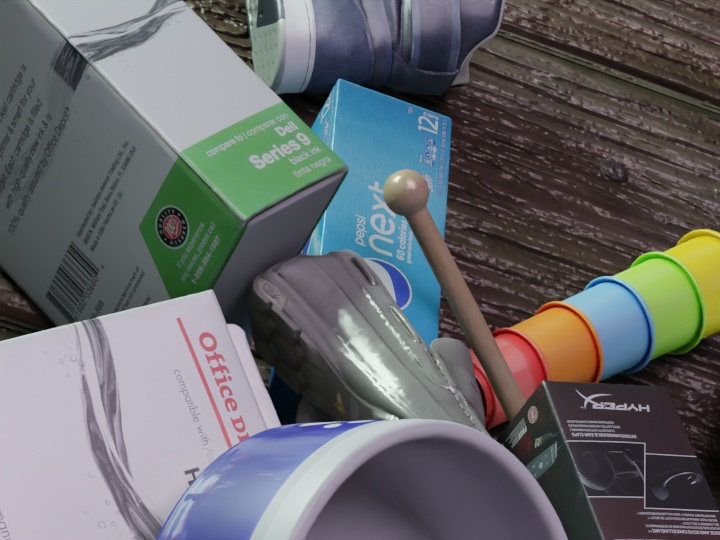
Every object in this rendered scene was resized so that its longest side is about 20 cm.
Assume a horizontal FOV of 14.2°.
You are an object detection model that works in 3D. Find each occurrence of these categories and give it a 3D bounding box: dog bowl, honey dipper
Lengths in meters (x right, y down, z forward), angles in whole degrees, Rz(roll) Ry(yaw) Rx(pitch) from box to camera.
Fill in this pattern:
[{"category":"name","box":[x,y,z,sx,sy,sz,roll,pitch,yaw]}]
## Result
[{"category":"dog bowl","box":[0.001,0.161,1.175,0.199,0.079,0.201,2,87,-47]},{"category":"honey dipper","box":[0.064,0.040,1.411,0.038,0.038,0.201,-36,104,-46]}]

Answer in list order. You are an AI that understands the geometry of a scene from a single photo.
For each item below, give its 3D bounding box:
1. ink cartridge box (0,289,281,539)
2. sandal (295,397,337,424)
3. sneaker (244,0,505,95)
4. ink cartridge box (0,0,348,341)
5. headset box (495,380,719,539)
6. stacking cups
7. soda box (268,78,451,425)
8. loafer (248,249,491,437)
[{"category":"ink cartridge box","box":[-0.103,0.082,1.218,0.199,0.068,0.117,-15,75,-33]},{"category":"sandal","box":[-0.011,0.149,1.319,0.079,0.059,0.207,30,37,-33]},{"category":"sneaker","box":[0.006,-0.182,1.611,0.145,0.077,0.203,0,60,-17]},{"category":"ink cartridge box","box":[-0.122,-0.058,1.379,0.200,0.146,0.084,46,44,14]},{"category":"headset box","box":[0.107,0.174,1.298,0.077,0.149,0.201,5,50,-30]},{"category":"stacking cups","box":[0.119,0.037,1.511,0.199,0.061,0.061,-23,65,-37]},{"category":"soda box","box":[0.000,0.000,1.459,0.067,0.064,0.201,19,44,-14]},{"category":"loafer","box":[0.027,0.058,1.308,0.070,0.070,0.200,-27,56,-24]}]
